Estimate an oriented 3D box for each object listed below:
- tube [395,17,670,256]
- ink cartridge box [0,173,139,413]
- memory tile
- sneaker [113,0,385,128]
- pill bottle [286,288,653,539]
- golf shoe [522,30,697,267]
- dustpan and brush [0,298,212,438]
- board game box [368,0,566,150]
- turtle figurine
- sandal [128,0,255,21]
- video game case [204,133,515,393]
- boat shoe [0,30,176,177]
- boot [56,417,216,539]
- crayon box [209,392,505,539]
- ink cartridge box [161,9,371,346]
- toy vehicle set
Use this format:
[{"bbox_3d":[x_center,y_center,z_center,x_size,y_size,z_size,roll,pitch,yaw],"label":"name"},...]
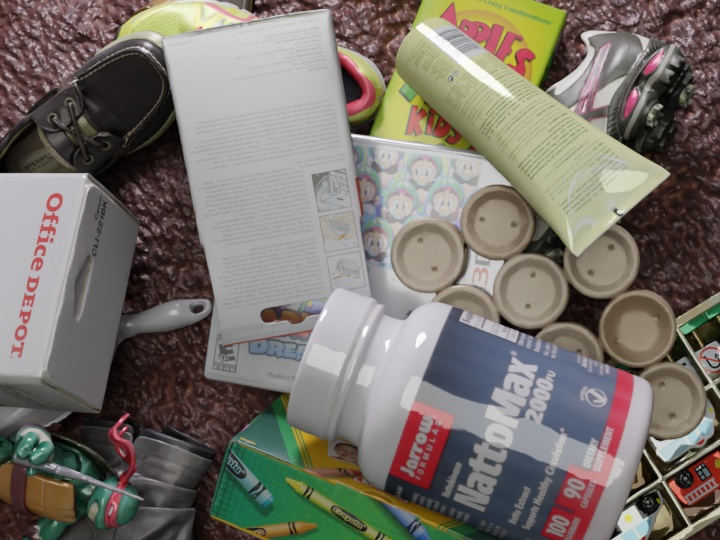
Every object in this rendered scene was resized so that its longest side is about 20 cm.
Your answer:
[{"bbox_3d":[0.100,-0.092,0.758,0.200,0.052,0.058,45,125,34],"label":"tube"},{"bbox_3d":[-0.266,0.014,0.811,0.198,0.084,0.145,2,70,20],"label":"ink cartridge box"},{"bbox_3d":[0.123,0.036,0.769,0.152,0.017,0.201,-26,87,7],"label":"memory tile"},{"bbox_3d":[-0.074,-0.145,0.825,0.198,0.090,0.079,8,100,-7],"label":"sneaker"},{"bbox_3d":[0.063,0.088,0.710,0.199,0.120,0.120,20,84,7],"label":"pill bottle"},{"bbox_3d":[0.154,-0.078,0.831,0.088,0.077,0.201,30,82,30],"label":"golf shoe"},{"bbox_3d":[-0.208,0.047,0.862,0.199,0.057,0.141,-17,67,11],"label":"dustpan and brush"},{"bbox_3d":[0.065,-0.104,0.849,0.101,0.048,0.201,21,84,10],"label":"board game box"},{"bbox_3d":[-0.222,0.148,0.779,0.199,0.101,0.151,13,115,14],"label":"turtle figurine"},{"bbox_3d":[-0.156,-0.166,0.883,0.200,0.055,0.082,-44,78,-1],"label":"sandal"},{"bbox_3d":[0.000,0.000,0.808,0.198,0.024,0.184,9,92,11],"label":"video game case"},{"bbox_3d":[-0.196,-0.095,0.827,0.200,0.065,0.073,-32,105,37],"label":"boat shoe"},{"bbox_3d":[-0.126,0.183,0.815,0.199,0.070,0.132,20,81,10],"label":"boot"},{"bbox_3d":[0.016,0.153,0.771,0.199,0.119,0.059,21,104,10],"label":"crayon box"},{"bbox_3d":[-0.056,-0.061,0.769,0.108,0.050,0.202,-9,100,0],"label":"ink cartridge box"},{"bbox_3d":[0.215,0.106,0.797,0.199,0.027,0.125,-31,78,-4],"label":"toy vehicle set"}]
